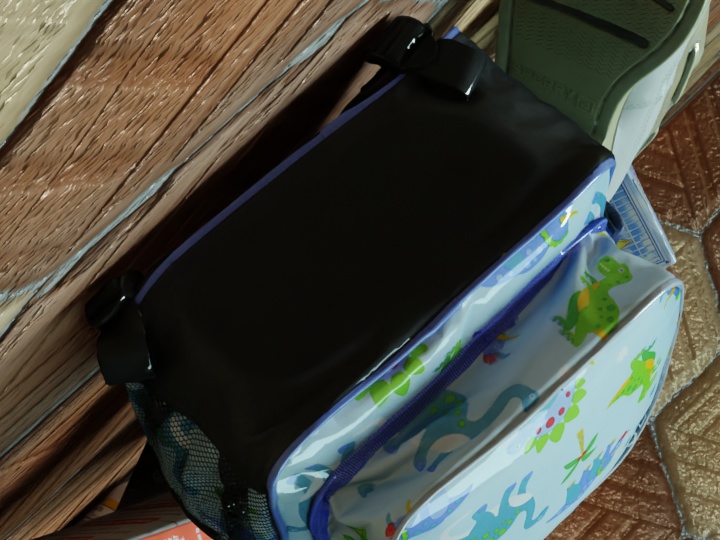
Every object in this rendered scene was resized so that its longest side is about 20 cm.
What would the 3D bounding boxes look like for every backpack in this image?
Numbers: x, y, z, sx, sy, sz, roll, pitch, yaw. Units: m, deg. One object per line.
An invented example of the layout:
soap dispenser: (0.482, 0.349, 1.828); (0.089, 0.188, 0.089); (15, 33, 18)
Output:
backpack: (0.015, 0.039, 0.985); (0.183, 0.147, 0.200); (-43, 164, -15)

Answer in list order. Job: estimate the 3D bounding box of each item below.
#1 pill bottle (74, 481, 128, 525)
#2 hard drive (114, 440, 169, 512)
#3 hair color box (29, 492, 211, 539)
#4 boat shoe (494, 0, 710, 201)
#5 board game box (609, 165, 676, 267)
pill bottle: (-0.130, 0.185, 1.500); (0.200, 0.104, 0.104); (-43, 175, -18)
hard drive: (-0.018, 0.075, 1.365); (0.200, 0.042, 0.135); (-24, -168, 10)
hair color box: (-0.066, 0.127, 1.193); (0.200, 0.064, 0.111); (-16, -177, -30)
boat shoe: (0.093, -0.095, 1.037); (0.068, 0.075, 0.200); (-48, 167, -45)
board game box: (0.062, -0.014, 1.306); (0.200, 0.062, 0.200); (-31, -168, -7)
